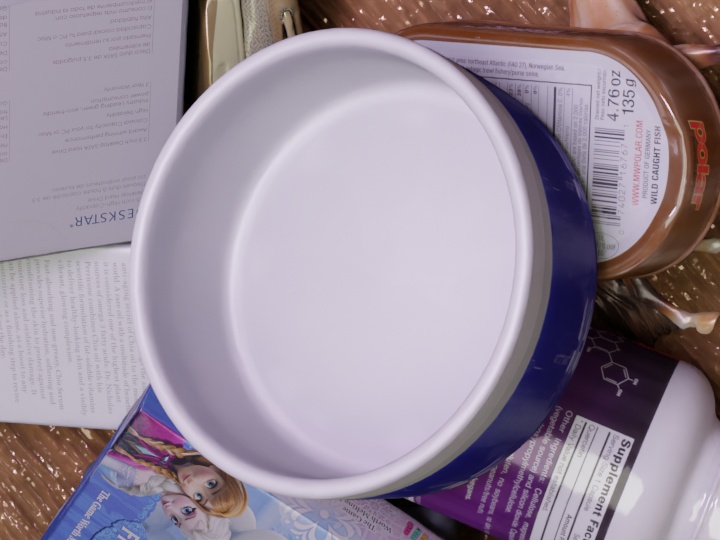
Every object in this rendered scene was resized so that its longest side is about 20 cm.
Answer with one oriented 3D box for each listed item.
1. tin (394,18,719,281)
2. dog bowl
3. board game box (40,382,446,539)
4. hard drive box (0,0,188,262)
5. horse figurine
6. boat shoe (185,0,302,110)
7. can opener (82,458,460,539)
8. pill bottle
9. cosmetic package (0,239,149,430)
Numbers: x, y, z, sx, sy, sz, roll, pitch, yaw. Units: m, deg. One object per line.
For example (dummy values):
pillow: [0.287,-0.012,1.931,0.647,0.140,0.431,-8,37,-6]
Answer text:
tin: [0.074,-0.057,0.918,0.199,0.042,0.113,10,99,41]
dog bowl: [0.000,0.000,0.879,0.199,0.079,0.202,-4,81,28]
board game box: [-0.062,0.166,1.025,0.198,0.043,0.200,32,131,-6]
hard drive box: [-0.164,-0.106,0.929,0.155,0.077,0.201,-9,126,-23]
horse figurine: [0.131,-0.056,0.930,0.132,0.050,0.201,28,120,22]
boat shoe: [-0.050,-0.158,0.950,0.063,0.073,0.202,-5,104,-17]
can opener: [-0.049,0.117,1.035,0.199,0.067,0.054,-4,70,22]
pill bottle: [0.090,0.077,0.956,0.199,0.112,0.113,22,112,10]
cosmetic package: [-0.140,0.023,1.039,0.199,0.071,0.102,3,108,18]
